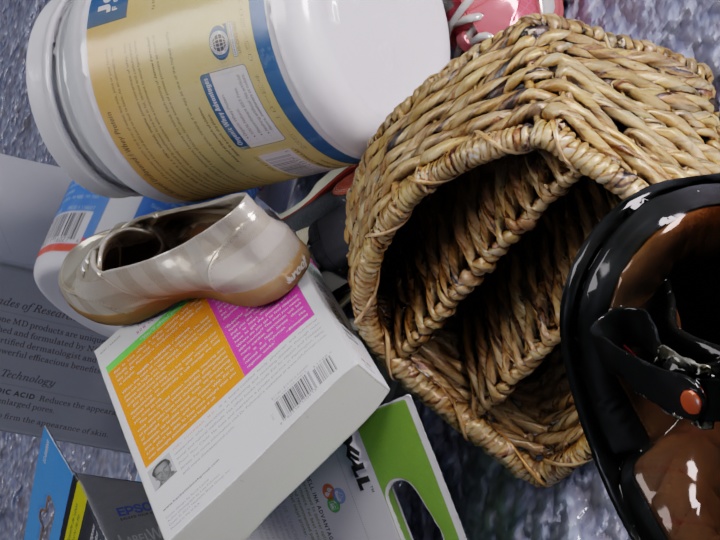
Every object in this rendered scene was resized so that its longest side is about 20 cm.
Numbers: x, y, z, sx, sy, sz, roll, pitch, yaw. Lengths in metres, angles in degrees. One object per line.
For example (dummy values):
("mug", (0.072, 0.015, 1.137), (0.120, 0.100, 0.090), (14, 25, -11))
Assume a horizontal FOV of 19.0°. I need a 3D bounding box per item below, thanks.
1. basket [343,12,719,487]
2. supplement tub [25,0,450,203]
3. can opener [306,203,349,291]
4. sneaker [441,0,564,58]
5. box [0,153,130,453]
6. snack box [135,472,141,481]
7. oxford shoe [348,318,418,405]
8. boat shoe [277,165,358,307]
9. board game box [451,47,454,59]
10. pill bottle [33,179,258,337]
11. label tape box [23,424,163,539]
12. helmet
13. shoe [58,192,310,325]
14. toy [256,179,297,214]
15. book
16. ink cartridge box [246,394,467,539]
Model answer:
("basket", (0.079, -0.008, 1.054), (0.200, 0.142, 0.149), (-46, 39, 45))
("supplement tub", (-0.068, -0.116, 1.162), (0.199, 0.144, 0.145), (-11, 66, 34))
("can opener", (0.000, 0.000, 1.230), (0.200, 0.053, 0.067), (-30, 59, 24))
("sneaker", (0.070, -0.134, 1.189), (0.074, 0.086, 0.201), (-35, 48, 53))
("box", (-0.225, 0.019, 1.557), (0.131, 0.199, 0.199), (-67, 29, 19))
("snack box", (-0.126, 0.131, 1.436), (0.072, 0.024, 0.201), (4, 81, 64))
("oxford shoe", (-0.025, 0.061, 1.301), (0.200, 0.058, 0.076), (-5, 89, 54))
("boat shoe", (-0.028, -0.001, 1.336), (0.200, 0.071, 0.063), (-41, 39, 40))
("board game box", (0.037, -0.221, 1.340), (0.201, 0.041, 0.200), (-67, 29, 18))
("pill bottle", (-0.120, -0.061, 1.359), (0.112, 0.112, 0.201), (-21, 43, 58))
("label tape box", (-0.135, 0.205, 1.292), (0.200, 0.063, 0.145), (58, 146, 35))
("helmet", (0.190, 0.032, 0.776), (0.200, 0.190, 0.200), (56, 160, 32))
("shoe", (-0.108, -0.012, 1.190), (0.200, 0.053, 0.070), (-5, 46, 47))
("toy", (-0.047, -0.110, 1.445), (0.200, 0.047, 0.116), (-142, 65, -64))
("book", (-0.066, 0.056, 1.142), (0.134, 0.048, 0.200), (-44, 28, 7))
("ink cartridge box", (0.003, 0.147, 1.141), (0.200, 0.076, 0.148), (-22, 88, 43))
